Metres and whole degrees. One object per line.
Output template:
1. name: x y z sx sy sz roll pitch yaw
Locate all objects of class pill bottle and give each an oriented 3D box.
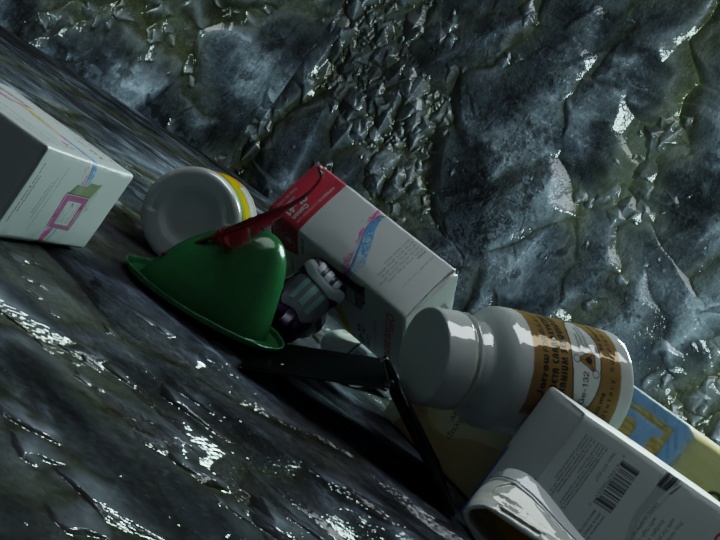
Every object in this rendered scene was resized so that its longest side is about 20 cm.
1. pill bottle: -0.180 -0.061 1.423 0.111 0.111 0.200 36 3 1
2. pill bottle: 0.142 0.094 1.135 0.200 0.115 0.114 13 13 -26

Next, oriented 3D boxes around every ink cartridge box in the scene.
1. ink cartridge box: 0.000 0.000 1.335 0.200 0.086 0.148 40 -22 21
2. ink cartridge box: 0.213 0.221 1.077 0.200 0.146 0.084 35 3 -18
3. ink cartridge box: -0.288 -0.093 0.980 0.144 0.085 0.200 36 2 7

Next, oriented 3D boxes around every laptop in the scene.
1. laptop: -0.010 0.141 1.149 0.200 0.116 0.187 64 2 -4

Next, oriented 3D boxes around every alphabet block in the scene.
1. alphabet block: 0.404 0.289 1.739 0.200 0.195 0.196 34 5 -37

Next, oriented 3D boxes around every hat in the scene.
1. hat: -0.099 -0.036 1.147 0.200 0.176 0.166 33 7 36

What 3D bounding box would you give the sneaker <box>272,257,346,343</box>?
1. sneaker: -0.082 0.047 1.336 0.074 0.088 0.200 46 -21 4

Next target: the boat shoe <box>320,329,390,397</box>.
1. boat shoe: 0.015 0.100 1.457 0.065 0.074 0.200 41 4 23

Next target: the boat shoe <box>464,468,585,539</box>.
1. boat shoe: 0.160 0.245 0.957 0.200 0.071 0.070 48 39 11

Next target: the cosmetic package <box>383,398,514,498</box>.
1. cosmetic package: 0.119 0.168 1.286 0.071 0.105 0.200 30 4 -37
